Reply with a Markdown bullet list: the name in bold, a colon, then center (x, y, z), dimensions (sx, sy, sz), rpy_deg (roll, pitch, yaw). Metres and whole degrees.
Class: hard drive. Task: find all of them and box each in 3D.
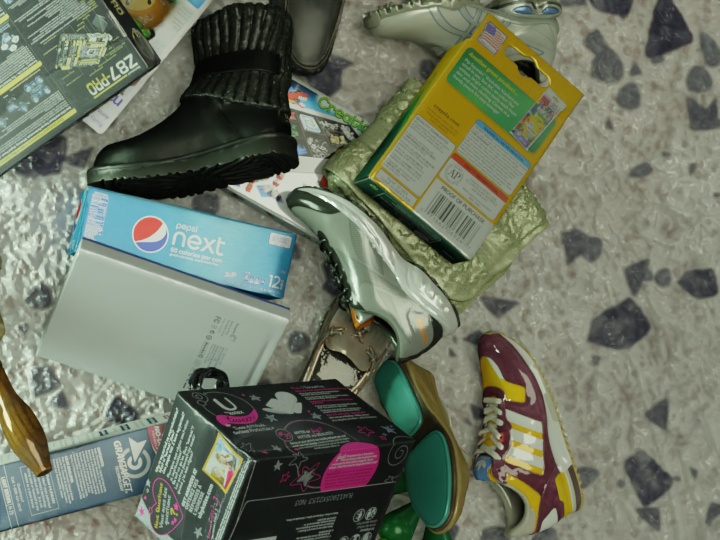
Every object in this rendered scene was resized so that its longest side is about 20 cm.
- **hard drive**: center (-0.181, 0.056, 1.653), dimensions (0.199, 0.025, 0.132), rpy_deg (19, 123, -13)

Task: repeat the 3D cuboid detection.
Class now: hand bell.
- **hand bell**: center (-0.321, 0.092, 1.580), dimensions (0.104, 0.104, 0.200), rpy_deg (-26, 74, -14)

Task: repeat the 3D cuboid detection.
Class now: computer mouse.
- **computer mouse**: center (-0.126, 0.136, 1.633), dimensions (0.034, 0.200, 0.059), rpy_deg (6, 64, 18)

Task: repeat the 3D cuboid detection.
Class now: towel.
- **towel**: center (0.075, -0.072, 1.719), dimensions (0.200, 0.036, 0.148), rpy_deg (46, 77, -10)

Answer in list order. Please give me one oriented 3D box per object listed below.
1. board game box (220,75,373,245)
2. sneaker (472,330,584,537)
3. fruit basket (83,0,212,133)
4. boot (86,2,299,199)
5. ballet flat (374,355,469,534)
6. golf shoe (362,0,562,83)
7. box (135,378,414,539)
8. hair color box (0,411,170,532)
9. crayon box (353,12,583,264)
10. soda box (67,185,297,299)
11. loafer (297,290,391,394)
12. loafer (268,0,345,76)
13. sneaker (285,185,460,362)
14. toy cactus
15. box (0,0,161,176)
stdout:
- **board game box**: center (-0.029, -0.091, 1.728), dimensions (0.200, 0.035, 0.127), rpy_deg (30, 81, -12)
- **sneaker**: center (0.144, 0.160, 1.746), dimensions (0.090, 0.075, 0.201), rpy_deg (-24, 94, -20)
- **fruit basket**: center (-0.245, -0.259, 1.649), dimensions (0.185, 0.094, 0.200), rpy_deg (41, 83, -10)
- **boot**: center (-0.156, -0.155, 1.671), dimensions (0.210, 0.079, 0.158), rpy_deg (-10, 74, 8)
- **ballet flat**: center (0.071, 0.161, 1.686), dimensions (0.063, 0.200, 0.069), rpy_deg (19, 128, -37)
- **golf shoe**: center (0.101, -0.220, 1.748), dimensions (0.199, 0.078, 0.098), rpy_deg (-2, 95, -13)
- **box**: center (-0.075, 0.180, 1.566), dimensions (0.200, 0.115, 0.133), rpy_deg (-1, 119, -46)
- **hair color box**: center (-0.238, 0.178, 1.628), dimensions (0.199, 0.100, 0.061), rpy_deg (-14, 93, -10)
- **crayon box**: center (0.102, -0.123, 1.686), dimensions (0.126, 0.052, 0.200), rpy_deg (39, 76, -12)
- **soda box**: center (-0.166, -0.024, 1.674), dimensions (0.199, 0.068, 0.064), rpy_deg (14, 85, -14)
- **loafer**: center (-0.019, 0.092, 1.697), dimensions (0.072, 0.063, 0.200), rpy_deg (30, 91, -7)
- **loafer**: center (-0.044, -0.286, 1.711), dimensions (0.073, 0.072, 0.201), rpy_deg (3, 88, -15)
- **sneaker**: center (0.000, 0.000, 1.659), dimensions (0.079, 0.074, 0.200), rpy_deg (-43, 80, -11)
- **toy cactus**: center (0.046, 0.237, 1.723), dimensions (0.200, 0.102, 0.165), rpy_deg (48, 59, -6)
- **box**: center (-0.304, -0.195, 1.611), dimensions (0.200, 0.049, 0.161), rpy_deg (-33, 96, 16)
